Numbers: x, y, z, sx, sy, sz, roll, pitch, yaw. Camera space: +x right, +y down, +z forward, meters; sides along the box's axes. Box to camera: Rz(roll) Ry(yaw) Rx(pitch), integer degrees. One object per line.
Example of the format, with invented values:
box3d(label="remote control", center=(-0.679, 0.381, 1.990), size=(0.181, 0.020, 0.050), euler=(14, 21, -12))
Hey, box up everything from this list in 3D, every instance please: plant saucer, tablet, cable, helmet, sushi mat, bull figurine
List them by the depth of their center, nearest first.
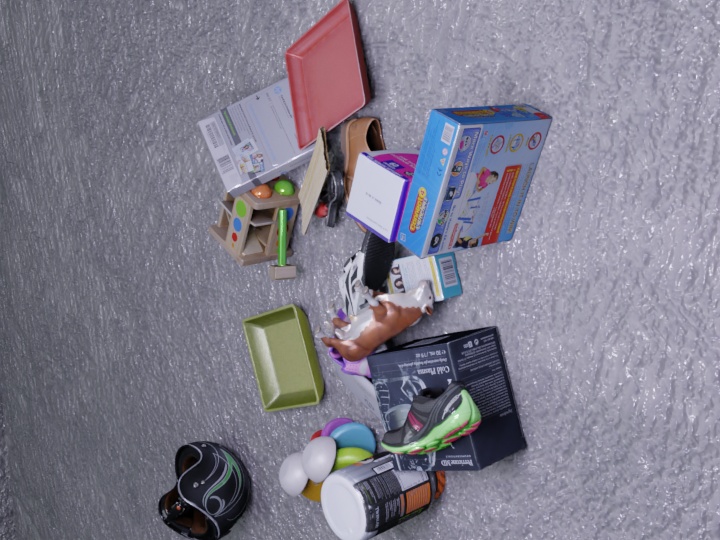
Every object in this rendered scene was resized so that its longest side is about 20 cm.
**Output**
box3d(label="bull figurine", center=(0.023, 0.074, 1.408), size=(0.200, 0.121, 0.065), euler=(-42, 26, 25))
box3d(label="plant saucer", center=(-0.053, -0.335, 1.532), size=(0.200, 0.037, 0.201), euler=(-26, 68, 49))
box3d(label="cable", center=(-0.060, -0.124, 1.544), size=(0.200, 0.050, 0.098), euler=(-164, 71, -84))
box3d(label="sushi mat", center=(-0.084, -0.155, 1.553), size=(0.200, 0.012, 0.096), euler=(116, 150, -55))
box3d(label="tablet", center=(0.016, 0.226, 1.580), size=(0.200, 0.014, 0.130), euler=(40, 160, 36))
box3d(label="plant saucer", center=(-0.147, 0.175, 1.779), size=(0.199, 0.048, 0.201), euler=(-18, 86, 49))
box3d(label="helmet", center=(-0.343, 0.485, 1.973), size=(0.199, 0.191, 0.201), euler=(12, 131, 15))

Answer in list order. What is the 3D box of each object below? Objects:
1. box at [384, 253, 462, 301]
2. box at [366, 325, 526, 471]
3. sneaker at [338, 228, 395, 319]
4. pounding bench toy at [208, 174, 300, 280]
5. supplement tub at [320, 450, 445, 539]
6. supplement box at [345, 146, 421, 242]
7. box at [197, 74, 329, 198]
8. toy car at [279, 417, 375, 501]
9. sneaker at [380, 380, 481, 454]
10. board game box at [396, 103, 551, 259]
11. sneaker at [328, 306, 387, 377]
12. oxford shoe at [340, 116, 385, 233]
box3d(label="box", center=(0.077, 0.019, 1.480), size=(0.199, 0.049, 0.083), euler=(-13, 90, 50))
box3d(label="box", center=(0.134, 0.207, 1.408), size=(0.200, 0.124, 0.198), euler=(-16, 89, 49))
box3d(label="sneaker", center=(0.000, 0.000, 1.468), size=(0.088, 0.074, 0.201), euler=(29, 120, 39))
box3d(label="pounding bench toy", center=(-0.175, -0.095, 1.685), size=(0.200, 0.124, 0.157), euler=(43, 128, 34))
box3d(label="supplement tub", center=(0.042, 0.372, 1.492), size=(0.122, 0.199, 0.123), euler=(13, 108, 46))
box3d(label="supplement box", center=(0.092, -0.119, 1.315), size=(0.101, 0.199, 0.104), euler=(35, 123, 38))
box3d(label="box", center=(-0.179, -0.247, 1.620), size=(0.199, 0.041, 0.157), euler=(-26, 75, 3))
box3d(label="toy car", center=(-0.041, 0.351, 1.640), size=(0.200, 0.174, 0.151), euler=(-42, 32, 46))
box3d(label="sneaker", center=(0.103, 0.221, 1.311), size=(0.200, 0.076, 0.084), euler=(-36, 56, 42))
box3d(label="board game box", center=(0.160, -0.128, 1.237), size=(0.056, 0.195, 0.201), euler=(38, 125, 37))
box3d(label="sneaker", center=(-0.019, 0.123, 1.555), size=(0.200, 0.088, 0.081), euler=(-122, 33, -58))
box3d(label="oxford shoe", center=(0.014, -0.162, 1.497), size=(0.071, 0.071, 0.201), euler=(-4, 95, 44))
